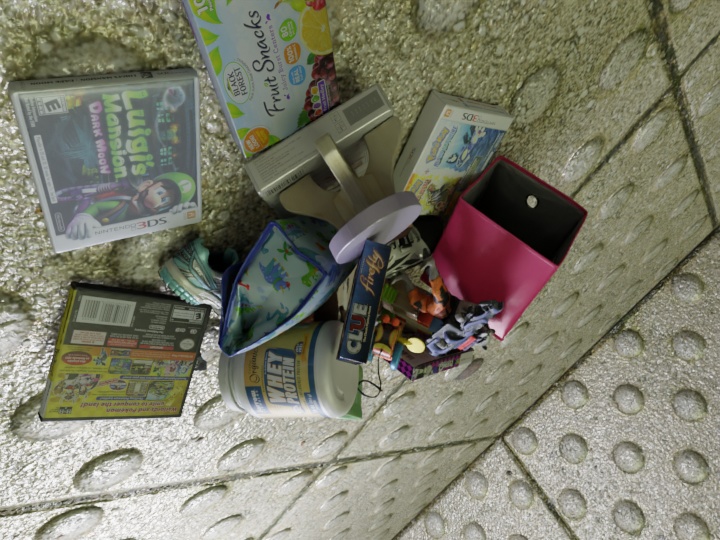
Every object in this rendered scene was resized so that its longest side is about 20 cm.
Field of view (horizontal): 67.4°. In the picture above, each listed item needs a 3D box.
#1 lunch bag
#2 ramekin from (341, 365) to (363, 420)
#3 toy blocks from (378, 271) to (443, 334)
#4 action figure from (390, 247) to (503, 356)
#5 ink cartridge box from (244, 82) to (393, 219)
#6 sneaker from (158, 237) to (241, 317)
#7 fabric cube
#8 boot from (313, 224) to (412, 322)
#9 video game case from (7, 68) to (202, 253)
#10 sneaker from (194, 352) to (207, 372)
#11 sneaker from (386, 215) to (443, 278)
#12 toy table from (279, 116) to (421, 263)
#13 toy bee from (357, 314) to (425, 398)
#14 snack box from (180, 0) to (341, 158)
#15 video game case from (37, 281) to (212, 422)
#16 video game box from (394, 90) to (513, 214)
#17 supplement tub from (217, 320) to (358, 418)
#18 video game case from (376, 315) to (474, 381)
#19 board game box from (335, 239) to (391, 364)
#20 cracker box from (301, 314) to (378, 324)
[{"bbox_3d":[-0.108,0.021,0.775,0.202,0.127,0.170,-53,171,23],"label":"lunch bag"},{"bbox_3d":[-0.085,0.220,1.035,0.193,0.101,0.201,8,162,3],"label":"ramekin"},{"bbox_3d":[0.115,0.081,1.060,0.102,0.133,0.201,-62,166,-14],"label":"toy blocks"},{"bbox_3d":[0.165,0.053,0.919,0.199,0.193,0.105,-36,-167,48],"label":"action figure"},{"bbox_3d":[-0.048,-0.152,0.740,0.196,0.046,0.176,-32,173,-2],"label":"ink cartridge box"},{"bbox_3d":[-0.193,0.019,0.792,0.086,0.078,0.199,-45,147,6],"label":"sneaker"},{"bbox_3d":[0.258,-0.043,0.981,0.200,0.194,0.202,-42,161,-42],"label":"fabric cube"},{"bbox_3d":[0.000,0.000,0.905,0.193,0.072,0.172,-13,111,-13],"label":"boot"},{"bbox_3d":[-0.267,-0.119,0.603,0.177,0.024,0.204,-18,141,-30],"label":"video game case"},{"bbox_3d":[-0.339,0.154,0.825,0.196,0.060,0.106,-27,141,-23],"label":"sneaker"},{"bbox_3d":[0.064,-0.044,0.965,0.197,0.075,0.089,-35,149,-7],"label":"sneaker"},{"bbox_3d":[-0.002,-0.094,0.677,0.181,0.119,0.200,-31,173,-6],"label":"toy table"},{"bbox_3d":[0.054,0.123,0.952,0.126,0.201,0.112,10,112,-11],"label":"toy bee"},{"bbox_3d":[-0.101,-0.240,0.589,0.139,0.053,0.202,-29,148,-12],"label":"snack box"},{"bbox_3d":[-0.322,0.120,0.756,0.196,0.025,0.186,12,98,-45],"label":"video game case"},{"bbox_3d":[0.144,-0.185,0.901,0.178,0.047,0.203,-4,133,-38],"label":"video game box"},{"bbox_3d":[-0.113,0.159,0.863,0.193,0.149,0.145,-6,153,20],"label":"supplement tub"},{"bbox_3d":[0.107,0.149,1.126,0.177,0.198,0.037,-7,115,-38],"label":"video game case"},{"bbox_3d":[0.000,0.051,0.709,0.033,0.140,0.200,13,169,-1],"label":"board game box"},{"bbox_3d":[-0.063,0.096,1.025,0.134,0.058,0.199,-42,147,7],"label":"cracker box"}]
